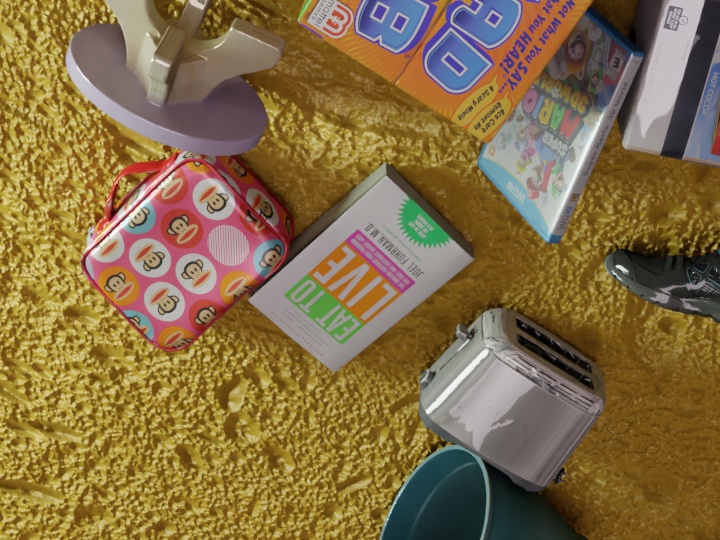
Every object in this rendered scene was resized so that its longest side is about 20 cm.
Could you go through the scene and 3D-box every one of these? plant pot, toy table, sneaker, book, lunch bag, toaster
[{"bbox_3d":[0.147,0.314,1.718,0.187,0.201,0.201,26,118,-24],"label":"plant pot"},{"bbox_3d":[-0.168,-0.205,1.494,0.198,0.185,0.118,16,135,-13],"label":"toy table"},{"bbox_3d":[0.342,0.008,1.593,0.198,0.073,0.083,20,99,17],"label":"sneaker"},{"bbox_3d":[0.000,0.000,1.648,0.200,0.048,0.133,-41,111,20],"label":"book"},{"bbox_3d":[-0.184,-0.033,1.623,0.199,0.082,0.176,-38,108,22],"label":"lunch bag"},{"bbox_3d":[0.165,0.134,1.659,0.199,0.114,0.130,32,113,-9],"label":"toaster"}]

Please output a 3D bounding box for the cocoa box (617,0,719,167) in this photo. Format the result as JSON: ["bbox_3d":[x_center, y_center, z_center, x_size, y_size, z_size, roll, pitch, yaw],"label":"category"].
[{"bbox_3d":[0.319,-0.211,1.454,0.130,0.134,0.202,11,118,-1],"label":"cocoa box"}]

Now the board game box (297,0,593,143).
[{"bbox_3d":[0.087,-0.276,1.404,0.199,0.200,0.201,30,116,-11],"label":"board game box"}]

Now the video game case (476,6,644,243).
[{"bbox_3d":[0.182,-0.148,1.501,0.018,0.143,0.201,2,124,-32],"label":"video game case"}]
